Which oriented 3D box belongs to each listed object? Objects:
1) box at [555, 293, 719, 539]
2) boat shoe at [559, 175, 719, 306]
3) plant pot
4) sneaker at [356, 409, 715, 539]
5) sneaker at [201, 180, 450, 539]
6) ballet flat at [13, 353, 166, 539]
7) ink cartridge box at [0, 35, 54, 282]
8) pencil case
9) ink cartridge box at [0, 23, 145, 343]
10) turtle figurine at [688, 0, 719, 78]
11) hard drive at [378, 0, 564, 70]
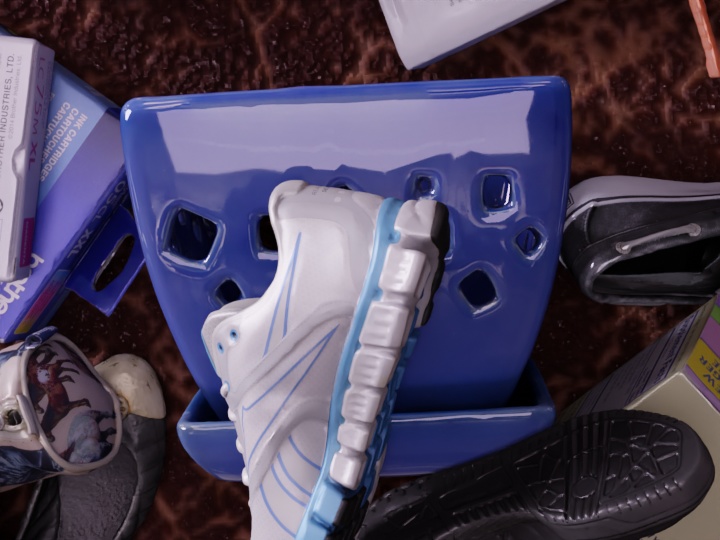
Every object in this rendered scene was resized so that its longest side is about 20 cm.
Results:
[{"bbox_3d":[0.154,0.147,0.698,0.176,0.097,0.200,47,122,1],"label":"box"},{"bbox_3d":[0.198,-0.011,0.720,0.199,0.068,0.074,3,127,-18],"label":"boat shoe"},{"bbox_3d":[0.000,0.000,0.696,0.199,0.200,0.181,-3,97,1],"label":"plant pot"},{"bbox_3d":[0.077,0.131,0.631,0.199,0.060,0.104,-20,124,27],"label":"sneaker"},{"bbox_3d":[-0.029,0.055,0.587,0.086,0.075,0.201,19,102,11],"label":"sneaker"},{"bbox_3d":[-0.156,0.141,0.768,0.066,0.057,0.201,21,91,1],"label":"ballet flat"},{"bbox_3d":[-0.259,-0.066,0.704,0.199,0.042,0.120,7,92,0],"label":"ink cartridge box"},{"bbox_3d":[-0.229,0.093,0.736,0.199,0.089,0.078,-19,72,17],"label":"pencil case"},{"bbox_3d":[-0.199,-0.054,0.759,0.200,0.076,0.137,35,92,0],"label":"ink cartridge box"},{"bbox_3d":[0.204,-0.198,0.744,0.161,0.064,0.201,-14,73,-7],"label":"turtle figurine"},{"bbox_3d":[0.082,-0.200,0.716,0.200,0.026,0.132,-21,90,36],"label":"hard drive"}]
